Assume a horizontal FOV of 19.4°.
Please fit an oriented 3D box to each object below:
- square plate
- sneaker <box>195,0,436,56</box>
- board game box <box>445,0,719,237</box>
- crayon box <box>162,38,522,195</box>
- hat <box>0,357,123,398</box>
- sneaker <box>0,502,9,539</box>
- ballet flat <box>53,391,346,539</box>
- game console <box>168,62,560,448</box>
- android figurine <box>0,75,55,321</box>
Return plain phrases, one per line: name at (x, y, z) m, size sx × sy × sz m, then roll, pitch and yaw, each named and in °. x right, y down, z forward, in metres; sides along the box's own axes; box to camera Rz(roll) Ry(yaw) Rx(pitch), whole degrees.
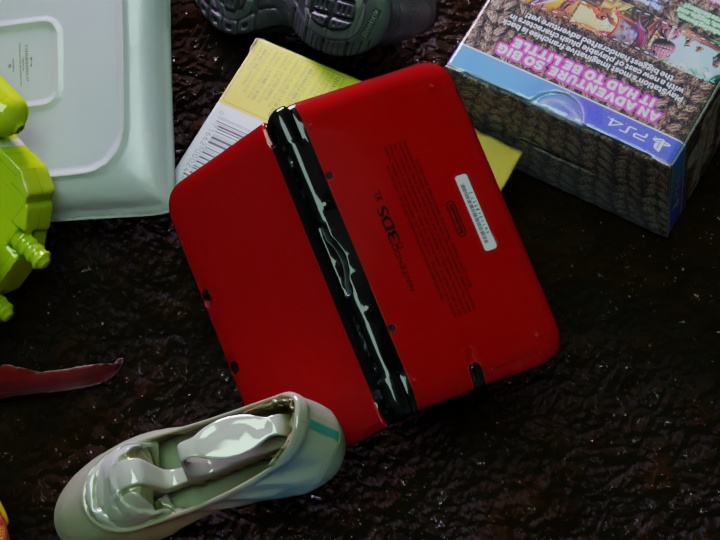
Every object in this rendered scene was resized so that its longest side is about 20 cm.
square plate at (-0.215, -0.130, 1.372) m, size 0.197 × 0.028 × 0.201 m, roll -4°, pitch 83°, yaw 20°
sneaker at (-0.034, -0.187, 1.415) m, size 0.200 × 0.091 × 0.076 m, roll 27°, pitch 112°, yaw 37°
board game box at (0.174, -0.152, 1.353) m, size 0.159 × 0.097 × 0.200 m, roll 26°, pitch 70°, yaw 19°
crayon box at (-0.009, -0.055, 1.354) m, size 0.199 × 0.051 × 0.127 m, roll 25°, pitch 70°, yaw 18°
hat at (-0.294, 0.113, 1.326) m, size 0.200 × 0.176 × 0.166 m, roll -16°, pitch 54°, yaw 44°
sneaker at (-0.310, 0.175, 1.281) m, size 0.199 × 0.073 × 0.077 m, roll -3°, pitch 41°, yaw 2°
ballet flat at (-0.107, 0.117, 1.244) m, size 0.199 × 0.069 × 0.070 m, roll -20°, pitch 62°, yaw 17°
game console at (0.000, 0.000, 1.289) m, size 0.172 × 0.119 × 0.201 m, roll -19°, pitch 80°, yaw -19°
android figurine at (-0.276, -0.054, 1.353) m, size 0.200 × 0.041 × 0.182 m, roll 47°, pitch 112°, yaw 15°
